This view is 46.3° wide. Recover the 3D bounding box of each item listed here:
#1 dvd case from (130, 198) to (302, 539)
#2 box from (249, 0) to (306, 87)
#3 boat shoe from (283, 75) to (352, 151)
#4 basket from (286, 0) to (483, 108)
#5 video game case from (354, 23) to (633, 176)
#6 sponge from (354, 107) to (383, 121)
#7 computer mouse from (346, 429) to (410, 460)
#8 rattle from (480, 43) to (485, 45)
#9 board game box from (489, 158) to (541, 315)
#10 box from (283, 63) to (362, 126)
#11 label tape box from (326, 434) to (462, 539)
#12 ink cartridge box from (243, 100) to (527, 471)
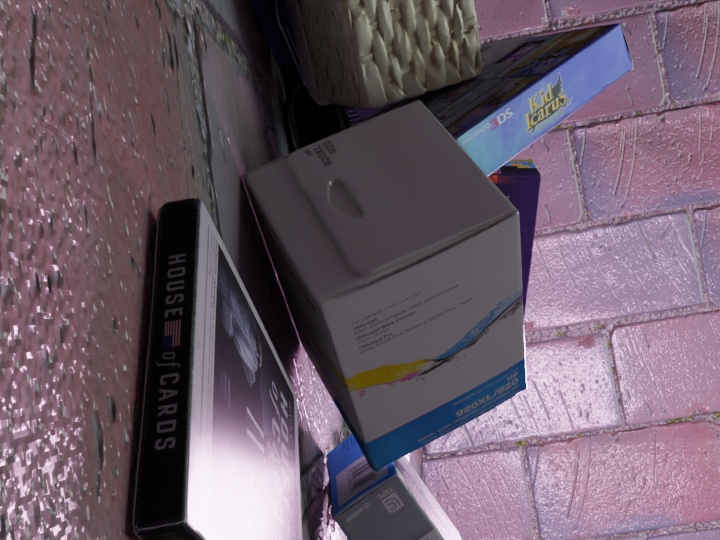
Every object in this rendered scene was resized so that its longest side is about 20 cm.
[{"bbox_3d":[-0.060,0.086,0.415,0.200,0.025,0.151,73,9,-54],"label":"dvd case"},{"bbox_3d":[-0.086,-0.285,0.797,0.121,0.032,0.201,64,16,-70],"label":"box"},{"bbox_3d":[-0.031,-0.103,0.869,0.063,0.073,0.203,-85,160,-78],"label":"boat shoe"},{"bbox_3d":[0.014,-0.249,0.728,0.123,0.135,0.201,-142,-145,-61],"label":"basket"},{"bbox_3d":[0.102,-0.143,0.734,0.181,0.200,0.046,13,-46,58],"label":"video game case"},{"bbox_3d":[0.003,-0.247,0.864,0.200,0.111,0.030,55,4,11],"label":"sponge"},{"bbox_3d":[0.015,0.214,0.964,0.200,0.052,0.139,-49,129,-70],"label":"computer mouse"},{"bbox_3d":[0.078,-0.167,0.949,0.143,0.129,0.201,-23,130,-74],"label":"rattle"},{"bbox_3d":[0.102,-0.019,0.919,0.057,0.164,0.201,-88,179,-64],"label":"board game box"},{"bbox_3d":[-0.008,-0.167,1.002,0.197,0.117,0.201,-85,164,-72],"label":"box"},{"bbox_3d":[0.053,0.237,0.703,0.200,0.066,0.143,53,0,-8],"label":"label tape box"},{"bbox_3d":[0.024,0.012,0.623,0.147,0.144,0.201,56,-13,41],"label":"ink cartridge box"}]
